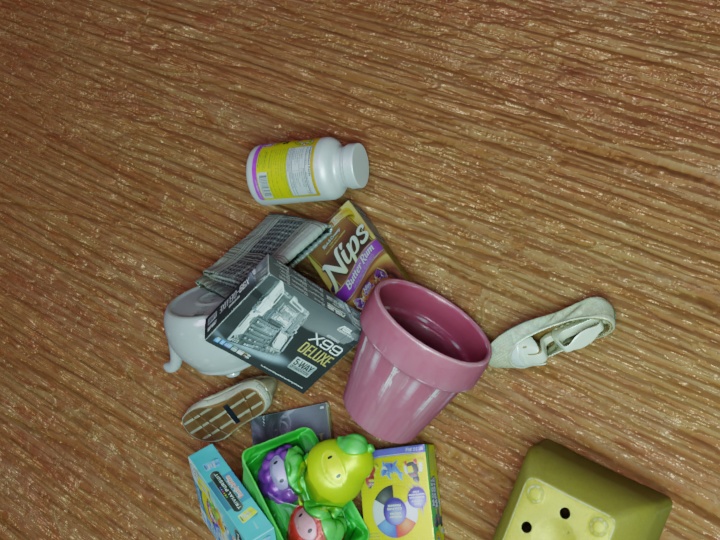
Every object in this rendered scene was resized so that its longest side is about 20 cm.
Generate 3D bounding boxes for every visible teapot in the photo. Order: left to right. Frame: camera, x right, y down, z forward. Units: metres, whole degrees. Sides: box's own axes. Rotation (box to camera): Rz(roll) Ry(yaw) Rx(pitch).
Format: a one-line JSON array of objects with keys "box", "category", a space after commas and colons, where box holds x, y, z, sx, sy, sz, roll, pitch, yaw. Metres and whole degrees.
[{"box": [-0.223, 0.109, 1.356, 0.199, 0.195, 0.149, 20, 127, 57], "category": "teapot"}]

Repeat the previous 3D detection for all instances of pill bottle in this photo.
[{"box": [-0.088, -0.169, 1.380, 0.196, 0.104, 0.106, -2, 77, 24], "category": "pill bottle"}]

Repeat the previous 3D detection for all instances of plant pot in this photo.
[{"box": [0.068, 0.143, 1.191, 0.199, 0.199, 0.181, 40, 114, 27], "category": "plant pot"}, {"box": [0.266, 0.342, 1.038, 0.193, 0.200, 0.197, 22, 87, 27], "category": "plant pot"}]

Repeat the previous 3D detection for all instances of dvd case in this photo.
[{"box": [-0.106, 0.328, 1.319, 0.146, 0.016, 0.204, -15, 72, 21], "category": "dvd case"}]

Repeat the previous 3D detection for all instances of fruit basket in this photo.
[{"box": [-0.069, 0.323, 1.197, 0.214, 0.154, 0.220, 20, 117, 48], "category": "fruit basket"}]

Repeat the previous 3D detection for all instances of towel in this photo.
[{"box": [-0.166, -0.026, 1.337, 0.200, 0.035, 0.191, -44, 33, -22], "category": "towel"}]

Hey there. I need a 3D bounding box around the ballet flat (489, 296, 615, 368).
[{"box": [0.270, 0.098, 1.162, 0.198, 0.068, 0.063, -29, 31, 16], "category": "ballet flat"}]

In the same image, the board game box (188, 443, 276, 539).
[{"box": [-0.191, 0.388, 1.246, 0.046, 0.153, 0.199, -24, 39, -26], "category": "board game box"}]

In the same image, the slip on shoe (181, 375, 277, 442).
[{"box": [-0.220, 0.229, 1.375, 0.199, 0.061, 0.077, -32, 99, 32], "category": "slip on shoe"}]

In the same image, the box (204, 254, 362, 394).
[{"box": [-0.112, 0.086, 1.237, 0.157, 0.199, 0.050, -42, 33, 22], "category": "box"}]

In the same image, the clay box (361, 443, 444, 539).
[{"box": [0.062, 0.368, 1.212, 0.113, 0.047, 0.204, -13, 72, 23], "category": "clay box"}]

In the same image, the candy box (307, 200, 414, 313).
[{"box": [0.000, 0.000, 1.326, 0.116, 0.056, 0.201, -41, 63, 12], "category": "candy box"}]
